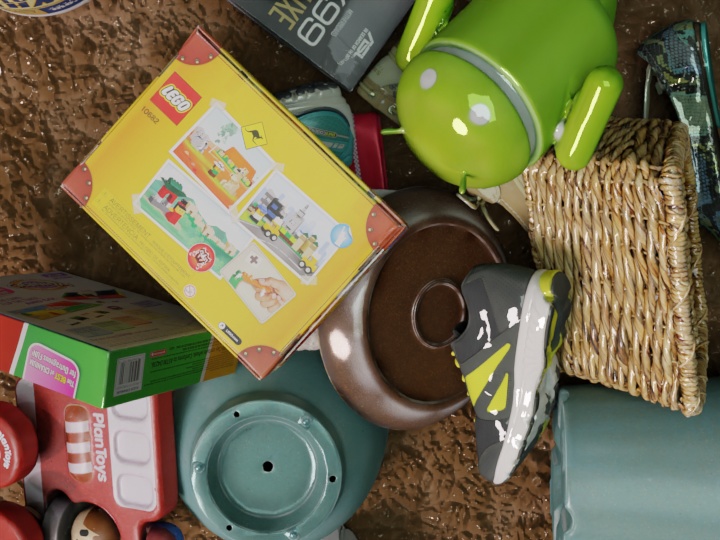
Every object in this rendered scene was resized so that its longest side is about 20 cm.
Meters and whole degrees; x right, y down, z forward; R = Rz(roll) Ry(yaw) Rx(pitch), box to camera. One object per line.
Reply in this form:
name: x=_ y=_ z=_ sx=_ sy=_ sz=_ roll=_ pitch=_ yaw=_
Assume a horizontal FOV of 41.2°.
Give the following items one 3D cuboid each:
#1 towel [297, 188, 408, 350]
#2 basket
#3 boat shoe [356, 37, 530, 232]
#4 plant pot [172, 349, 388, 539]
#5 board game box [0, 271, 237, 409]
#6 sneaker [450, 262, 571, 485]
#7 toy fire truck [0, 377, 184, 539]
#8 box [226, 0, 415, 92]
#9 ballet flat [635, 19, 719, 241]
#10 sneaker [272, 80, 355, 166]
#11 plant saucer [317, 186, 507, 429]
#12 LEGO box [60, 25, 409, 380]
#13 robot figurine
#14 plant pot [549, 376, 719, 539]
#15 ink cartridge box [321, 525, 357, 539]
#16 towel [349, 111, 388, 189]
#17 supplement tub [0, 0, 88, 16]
towel: x=0.000 y=0.000 z=0.784 sx=0.198 sy=0.034 sz=0.134 roll=0 pitch=94 yaw=-28
basket: x=0.231 y=-0.013 z=0.744 sx=0.142 sy=0.148 sz=0.202 roll=-24 pitch=112 yaw=-31
boat shoe: x=0.084 y=-0.101 z=0.796 sx=0.063 sy=0.073 sz=0.200 roll=-42 pitch=92 yaw=13
plant pot: x=-0.073 y=0.146 z=0.794 sx=0.198 sy=0.134 sz=0.202 roll=0 pitch=98 yaw=0
board game box: x=-0.214 y=0.045 z=0.730 sx=0.199 sy=0.153 sz=0.041 roll=14 pitch=100 yaw=27
sneaker: x=0.112 y=0.078 z=0.767 sx=0.084 sy=0.074 sz=0.202 roll=21 pitch=120 yaw=25
toy fire truck: x=-0.221 y=0.176 z=0.779 sx=0.166 sy=0.112 sz=0.202 roll=3 pitch=100 yaw=24
box: x=-0.013 y=-0.271 z=0.776 sx=0.157 sy=0.050 sz=0.201 roll=36 pitch=96 yaw=-7
ballet flat: x=0.276 y=-0.105 z=0.805 sx=0.074 sy=0.074 sz=0.202 roll=-15 pitch=96 yaw=1
sneaker: x=-0.100 y=-0.090 z=0.774 sx=0.198 sy=0.078 sz=0.080 roll=-16 pitch=104 yaw=3
plant saucer: x=0.056 y=0.033 z=0.780 sx=0.199 sy=0.032 sz=0.202 roll=-5 pitch=99 yaw=-35
LEGO box: x=-0.086 y=-0.047 z=0.690 sx=0.200 sy=0.077 sz=0.149 roll=44 pitch=94 yaw=2
robot figurine: x=0.108 y=-0.142 z=0.703 sx=0.175 sy=0.116 sz=0.200 roll=37 pitch=70 yaw=22
plant pot: x=0.257 y=0.172 z=0.783 sx=0.194 sy=0.200 sz=0.202 roll=0 pitch=98 yaw=7
ink cartridge box: x=-0.055 y=0.347 z=0.848 sx=0.199 sy=0.084 sz=0.145 roll=-34 pitch=98 yaw=4
towel: x=-0.071 y=-0.055 z=0.822 sx=0.198 sy=0.022 sz=0.146 roll=-6 pitch=97 yaw=0
supplement tub: x=-0.253 y=-0.264 z=0.698 sx=0.143 sy=0.200 sz=0.146 roll=0 pitch=98 yaw=-1
